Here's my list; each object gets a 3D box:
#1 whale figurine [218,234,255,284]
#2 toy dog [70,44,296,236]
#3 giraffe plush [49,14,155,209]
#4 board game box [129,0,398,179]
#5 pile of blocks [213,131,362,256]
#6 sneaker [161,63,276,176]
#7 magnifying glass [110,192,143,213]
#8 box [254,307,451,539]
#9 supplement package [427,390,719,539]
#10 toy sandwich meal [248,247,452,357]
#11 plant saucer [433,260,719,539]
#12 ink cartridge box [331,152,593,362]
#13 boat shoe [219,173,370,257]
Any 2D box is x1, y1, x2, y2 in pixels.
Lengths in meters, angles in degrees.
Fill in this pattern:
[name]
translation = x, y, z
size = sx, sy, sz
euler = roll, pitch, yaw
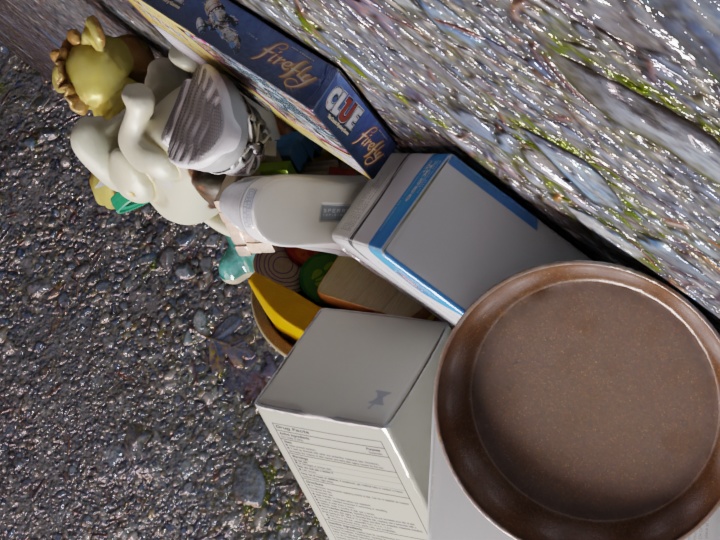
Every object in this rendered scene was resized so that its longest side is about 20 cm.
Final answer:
[whale figurine]
translation = -0.071, -0.035, 1.677
size = 0.201, 0.158, 0.104
euler = -101, -14, -47
[toy dog]
translation = -0.143, -0.104, 1.549
size = 0.199, 0.139, 0.195
euler = -3, 116, 59
[giraffe plush]
translation = -0.247, -0.173, 1.792
size = 0.163, 0.172, 0.200
euler = 58, -156, 7
[board game box]
translation = -0.076, -0.149, 1.236
size = 0.199, 0.035, 0.135
euler = 35, 177, 24
[pile of blocks]
translation = -0.046, -0.078, 1.424
size = 0.062, 0.083, 0.200
euler = -2, -161, 25
[sneaker]
translation = -0.095, -0.107, 1.287
size = 0.081, 0.075, 0.200
euler = 20, -173, -12
[magnifying glass]
translation = -0.172, -0.106, 1.733
size = 0.079, 0.199, 0.023
euler = -24, -95, -56
[box]
translation = 0.027, 0.141, 1.344
size = 0.127, 0.109, 0.201
euler = 6, 136, 35
[supplement package]
translation = 0.155, 0.133, 1.197
size = 0.198, 0.118, 0.117
euler = 5, -168, 15
[toy sandwich meal]
translation = 0.000, 0.000, 1.440
size = 0.205, 0.205, 0.070
euler = 34, 157, 31
[plant saucer]
translation = 0.146, 0.087, 1.105
size = 0.200, 0.201, 0.034
euler = 35, -157, 5
[ink cartridge box]
translation = 0.073, -0.010, 1.223
size = 0.145, 0.084, 0.200
euler = 35, 177, -11
[boat shoe]
translation = -0.019, -0.041, 1.346
size = 0.199, 0.073, 0.068
euler = -2, -168, -37
